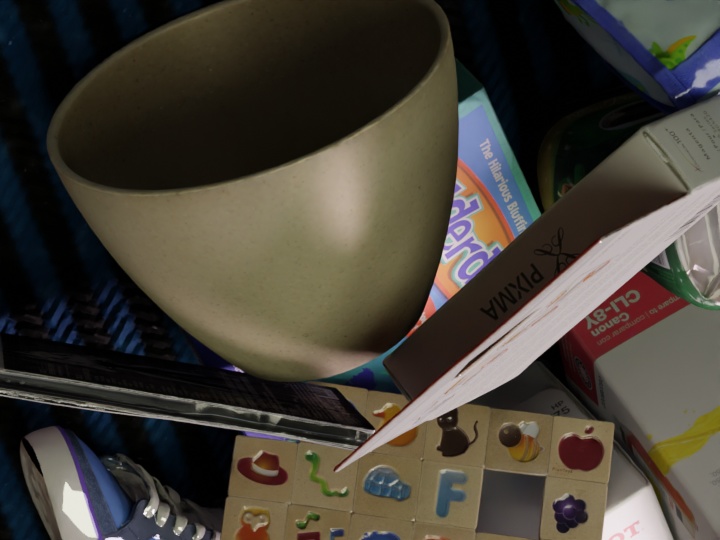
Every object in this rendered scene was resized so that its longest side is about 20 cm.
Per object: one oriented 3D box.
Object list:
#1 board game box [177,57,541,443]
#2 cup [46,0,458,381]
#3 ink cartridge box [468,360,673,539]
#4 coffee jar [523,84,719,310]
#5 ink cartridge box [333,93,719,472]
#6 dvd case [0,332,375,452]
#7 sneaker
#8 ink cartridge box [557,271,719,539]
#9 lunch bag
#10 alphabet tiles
[{"bbox_3d":[0.000,0.000,1.570,0.200,0.045,0.152,-32,127,-6],"label":"board game box"},{"bbox_3d":[-0.035,-0.032,1.426,0.200,0.200,0.143,-24,119,-12],"label":"cup"},{"bbox_3d":[0.099,0.188,1.665,0.147,0.146,0.200,-30,126,-8],"label":"ink cartridge box"},{"bbox_3d":[0.164,-0.042,1.532,0.104,0.200,0.085,-17,107,-16],"label":"coffee jar"},{"bbox_3d":[0.081,0.004,1.374,0.200,0.044,0.174,-43,168,35],"label":"ink cartridge box"},{"bbox_3d":[-0.100,0.059,1.456,0.200,0.149,0.016,10,94,-9],"label":"dvd case"},{"bbox_3d":[-0.088,0.135,1.583,0.146,0.081,0.200,-27,127,-10],"label":"sneaker"},{"bbox_3d":[0.194,0.104,1.608,0.083,0.200,0.145,-29,146,-8],"label":"ink cartridge box"},{"bbox_3d":[0.183,-0.165,1.461,0.170,0.200,0.127,-43,115,3],"label":"lunch bag"},{"bbox_3d":[0.026,0.149,1.545,0.200,0.008,0.167,8,79,-1],"label":"alphabet tiles"}]
